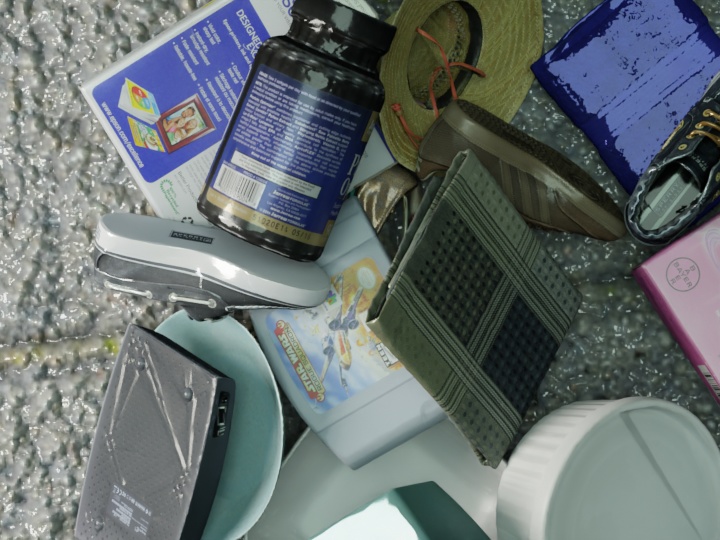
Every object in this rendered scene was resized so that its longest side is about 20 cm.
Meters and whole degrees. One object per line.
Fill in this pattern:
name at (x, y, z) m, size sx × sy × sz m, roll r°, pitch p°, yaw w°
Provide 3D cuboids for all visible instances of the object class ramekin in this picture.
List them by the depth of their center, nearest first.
ramekin at (0.201, 0.198, 1.661) m, size 0.201 × 0.094 × 0.204 m, roll -4°, pitch 97°, yaw -32°

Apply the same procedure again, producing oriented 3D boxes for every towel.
towel at (0.092, 0.030, 1.645) m, size 0.200 × 0.034 × 0.193 m, roll 51°, pitch 55°, yaw -32°
towel at (0.261, -0.146, 1.742) m, size 0.147 × 0.050 × 0.200 m, roll -39°, pitch 86°, yaw 7°

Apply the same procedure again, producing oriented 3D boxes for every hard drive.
hard drive at (-0.171, 0.159, 1.696) m, size 0.135 × 0.042 × 0.201 m, roll 28°, pitch 108°, yaw 40°

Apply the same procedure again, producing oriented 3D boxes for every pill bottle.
pill bottle at (-0.047, -0.118, 1.617) m, size 0.111 × 0.112 × 0.201 m, roll 24°, pitch 97°, yaw 4°

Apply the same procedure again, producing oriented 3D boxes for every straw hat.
straw hat at (0.059, -0.189, 1.727) m, size 0.085 × 0.201 × 0.202 m, roll 27°, pitch 87°, yaw 44°

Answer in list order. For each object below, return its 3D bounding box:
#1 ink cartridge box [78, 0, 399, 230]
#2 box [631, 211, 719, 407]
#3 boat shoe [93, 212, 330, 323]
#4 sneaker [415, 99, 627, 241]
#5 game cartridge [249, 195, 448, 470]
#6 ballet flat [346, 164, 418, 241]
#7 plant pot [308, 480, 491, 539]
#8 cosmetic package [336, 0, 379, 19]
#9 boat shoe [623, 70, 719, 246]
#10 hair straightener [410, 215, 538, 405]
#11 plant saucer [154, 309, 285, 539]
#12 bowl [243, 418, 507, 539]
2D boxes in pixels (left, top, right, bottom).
ink cartridge box at (-0.101, -0.123, 1.685) m, size 0.199 × 0.047 × 0.198 m, roll -32°, pitch 106°, yaw -5°
box at (0.361, 0.018, 1.698) m, size 0.199 × 0.097 × 0.177 m, roll -32°, pitch 87°, yaw 0°
boat shoe at (-0.124, 0.009, 1.650) m, size 0.198 × 0.072 × 0.068 m, roll 12°, pitch 115°, yaw 3°
sneaker at (0.136, -0.070, 1.720) m, size 0.199 × 0.071 × 0.076 m, roll 32°, pitch 112°, yaw -19°
game cartridge at (-0.013, 0.056, 1.675) m, size 0.133 × 0.042 × 0.201 m, roll -29°, pitch 81°, yaw 0°
ballet flat at (0.000, 0.000, 1.734) m, size 0.067 × 0.068 × 0.201 m, roll 20°, pitch 89°, yaw -4°
plant pot at (0.052, 0.278, 1.594) m, size 0.141 × 0.141 × 0.201 m, roll -33°, pitch 75°, yaw 20°
cosmetic package at (-0.088, -0.186, 1.745) m, size 0.200 × 0.071 × 0.105 m, roll -42°, pitch 87°, yaw 0°
boat shoe at (0.293, -0.102, 1.668) m, size 0.071 × 0.091 × 0.201 m, roll 37°, pitch 95°, yaw 5°
hair straightener at (0.116, 0.024, 1.710) m, size 0.077 × 0.041 × 0.201 m, roll -29°, pitch 107°, yaw -7°
plant saucer at (-0.121, 0.131, 1.706) m, size 0.200 × 0.039 × 0.203 m, roll 1°, pitch 91°, yaw 45°
bowl at (0.025, 0.209, 1.715) m, size 0.200 × 0.075 × 0.200 m, roll 37°, pitch 89°, yaw 5°
